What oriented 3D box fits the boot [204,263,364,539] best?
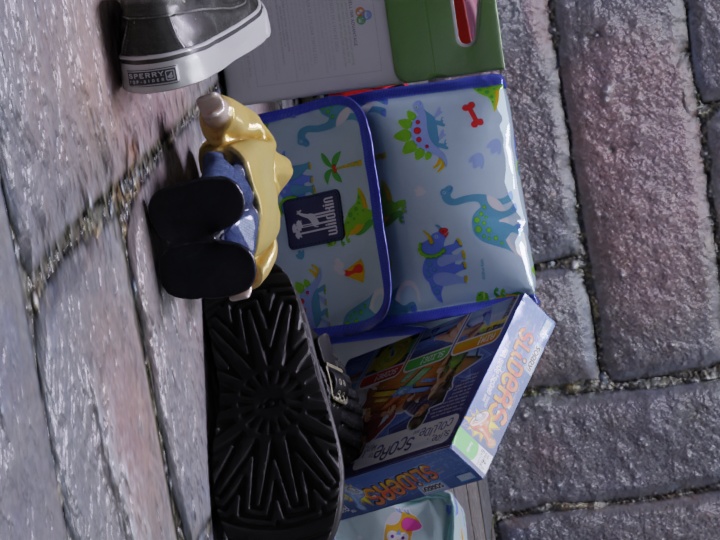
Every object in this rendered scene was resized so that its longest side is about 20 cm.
[{"bbox_3d":[-0.042,0.111,1.416,0.158,0.079,0.213,70,14,-63],"label":"boot"}]

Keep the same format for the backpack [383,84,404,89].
[{"bbox_3d":[0.009,-0.023,1.787,0.201,0.153,0.163,66,-16,8],"label":"backpack"}]

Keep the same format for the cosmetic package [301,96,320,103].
[{"bbox_3d":[-0.002,-0.068,2.007,0.104,0.072,0.202,39,45,-81],"label":"cosmetic package"}]

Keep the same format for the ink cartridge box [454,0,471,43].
[{"bbox_3d":[-0.013,-0.234,1.669,0.044,0.172,0.201,-61,156,-27],"label":"ink cartridge box"}]

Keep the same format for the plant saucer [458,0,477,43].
[{"bbox_3d":[0.009,-0.235,1.747,0.051,0.199,0.201,-62,156,-28],"label":"plant saucer"}]

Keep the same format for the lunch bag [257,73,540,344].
[{"bbox_3d":[0.016,-0.039,1.574,0.127,0.198,0.172,95,-13,-82],"label":"lunch bag"}]

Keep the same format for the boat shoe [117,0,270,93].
[{"bbox_3d":[-0.096,-0.154,1.285,0.200,0.070,0.064,-70,153,-73],"label":"boat shoe"}]

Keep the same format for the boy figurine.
[{"bbox_3d":[-0.080,-0.050,1.340,0.200,0.064,0.126,-80,161,-72],"label":"boy figurine"}]

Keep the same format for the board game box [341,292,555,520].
[{"bbox_3d":[0.034,0.098,1.506,0.034,0.199,0.136,42,54,-19],"label":"board game box"}]

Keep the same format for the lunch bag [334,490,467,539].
[{"bbox_3d":[0.026,0.269,1.682,0.170,0.121,0.202,64,27,-77],"label":"lunch bag"}]

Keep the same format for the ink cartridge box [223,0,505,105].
[{"bbox_3d":[-0.002,-0.182,1.570,0.059,0.198,0.105,-70,152,-79],"label":"ink cartridge box"}]

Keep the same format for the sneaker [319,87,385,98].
[{"bbox_3d":[-0.007,-0.187,1.918,0.201,0.076,0.085,58,-22,26],"label":"sneaker"}]

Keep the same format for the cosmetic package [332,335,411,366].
[{"bbox_3d":[0.000,0.000,1.671,0.081,0.112,0.202,147,-61,-83],"label":"cosmetic package"}]
